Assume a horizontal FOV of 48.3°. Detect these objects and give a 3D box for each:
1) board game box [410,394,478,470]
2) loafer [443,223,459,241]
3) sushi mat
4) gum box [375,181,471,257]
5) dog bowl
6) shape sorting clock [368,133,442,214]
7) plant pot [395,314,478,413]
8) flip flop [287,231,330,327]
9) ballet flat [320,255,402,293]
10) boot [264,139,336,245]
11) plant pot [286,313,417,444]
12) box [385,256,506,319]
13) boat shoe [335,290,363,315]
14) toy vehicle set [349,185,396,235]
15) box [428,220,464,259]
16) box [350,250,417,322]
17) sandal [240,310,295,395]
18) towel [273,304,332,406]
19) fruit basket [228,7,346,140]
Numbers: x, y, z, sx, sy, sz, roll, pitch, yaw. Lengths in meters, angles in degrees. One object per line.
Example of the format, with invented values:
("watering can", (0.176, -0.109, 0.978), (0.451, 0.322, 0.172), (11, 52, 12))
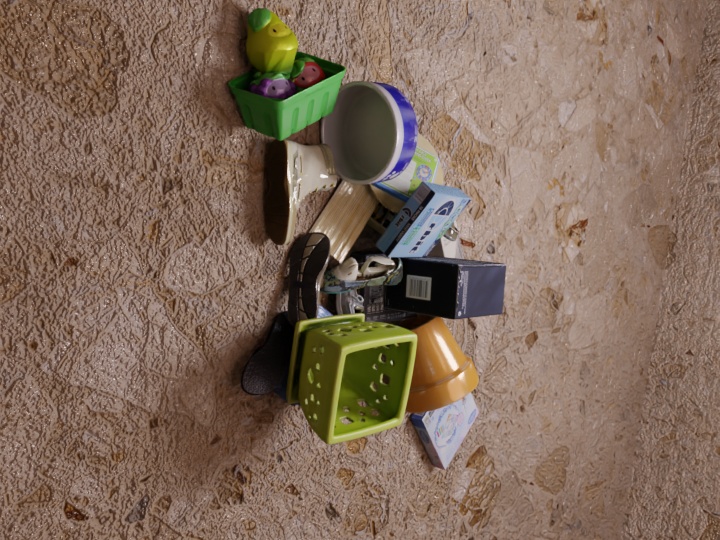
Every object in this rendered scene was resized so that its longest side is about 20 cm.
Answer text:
("board game box", (0.223, 0.376, 2.097), (0.201, 0.043, 0.201), (-51, 131, -33))
("loafer", (0.181, -0.163, 1.864), (0.202, 0.069, 0.075), (62, 16, 8))
("sushi mat", (-0.029, -0.120, 1.699), (0.095, 0.012, 0.201), (36, 66, -11))
("gum box", (0.138, -0.106, 1.731), (0.171, 0.045, 0.199), (-53, 157, 20))
("dog bowl", (0.016, -0.277, 1.619), (0.078, 0.198, 0.204), (-12, 105, -50))
("shape sorting clock", (0.095, -0.217, 1.762), (0.197, 0.039, 0.204), (4, 81, -26))
("plant pot", (0.157, 0.205, 1.891), (0.199, 0.198, 0.186), (-29, 102, -44))
("flip flop", (-0.105, 0.021, 1.626), (0.058, 0.080, 0.204), (76, 20, -79))
("ballet flat", (0.000, 0.000, 1.697), (0.197, 0.074, 0.076), (-9, 104, -25))
("boot", (-0.114, -0.153, 1.585), (0.154, 0.071, 0.204), (-6, 100, -52))
("plant pot", (-0.029, 0.193, 1.556), (0.197, 0.180, 0.203), (-6, 111, -40))
("box", (0.192, 0.036, 1.801), (0.197, 0.198, 0.126), (-3, 98, -48))
("boat shoe", (-0.009, 0.107, 1.713), (0.074, 0.064, 0.205), (45, 36, -63))
("toy vehicle set", (0.063, -0.185, 1.778), (0.123, 0.026, 0.202), (33, 67, -13))
("box", (0.209, -0.025, 1.995), (0.082, 0.068, 0.203), (-40, 126, -39))
("box", (0.056, 0.035, 1.834), (0.198, 0.050, 0.161), (-6, 101, -49))
("sandal", (-0.175, 0.167, 1.573), (0.075, 0.045, 0.201), (38, 49, -13))
("towel", (-0.112, 0.173, 1.656), (0.112, 0.048, 0.202), (44, 63, -44))
("fruit basket", (-0.140, -0.371, 1.472), (0.215, 0.154, 0.218), (-39, 141, -39))
